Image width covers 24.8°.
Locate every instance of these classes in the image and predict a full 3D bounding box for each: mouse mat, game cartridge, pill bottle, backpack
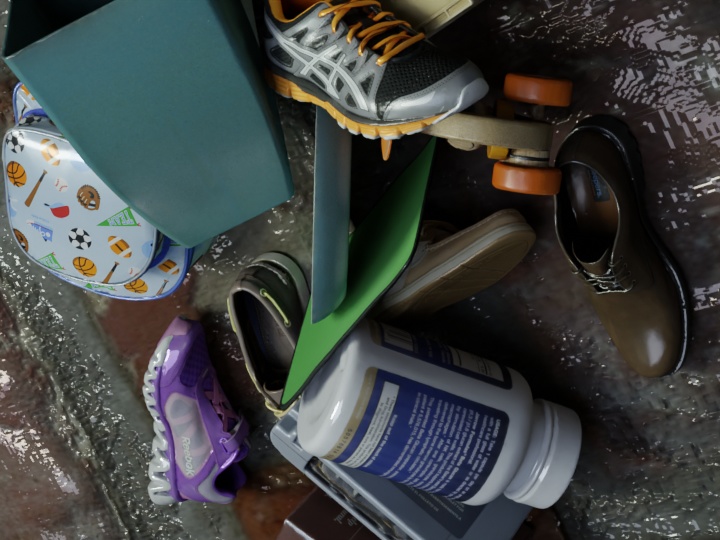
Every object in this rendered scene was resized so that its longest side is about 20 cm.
[{"bbox_3d":[0.000,0.000,1.239,0.008,0.161,0.200,30,130,-14],"label":"mouse mat"},{"bbox_3d":[0.039,0.155,1.306,0.200,0.133,0.042,40,130,5],"label":"game cartridge"},{"bbox_3d":[0.062,0.115,1.249,0.200,0.111,0.111,20,129,-15],"label":"pill bottle"},{"bbox_3d":[-0.195,-0.068,1.330,0.200,0.154,0.191,18,133,19],"label":"backpack"}]

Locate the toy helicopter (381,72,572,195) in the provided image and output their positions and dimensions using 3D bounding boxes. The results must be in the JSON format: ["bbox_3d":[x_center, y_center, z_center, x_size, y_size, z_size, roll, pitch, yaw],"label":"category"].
[{"bbox_3d":[0.049,-0.107,1.154,0.200,0.132,0.079,24,110,60],"label":"toy helicopter"}]

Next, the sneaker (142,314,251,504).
[{"bbox_3d":[-0.138,0.129,1.443,0.088,0.081,0.200,13,126,17],"label":"sneaker"}]

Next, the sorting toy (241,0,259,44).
[{"bbox_3d":[-0.173,-0.240,1.269,0.180,0.107,0.200,17,124,46],"label":"sorting toy"}]

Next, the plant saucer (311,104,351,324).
[{"bbox_3d":[-0.021,-0.060,1.209,0.027,0.200,0.200,2,119,-2],"label":"plant saucer"}]

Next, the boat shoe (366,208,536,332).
[{"bbox_3d":[0.047,-0.005,1.258,0.200,0.074,0.069,-33,67,37],"label":"boat shoe"}]

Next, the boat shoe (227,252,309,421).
[{"bbox_3d":[-0.061,0.087,1.378,0.072,0.060,0.200,-4,112,32],"label":"boat shoe"}]

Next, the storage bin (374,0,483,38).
[{"bbox_3d":[0.011,-0.254,1.095,0.200,0.094,0.199,56,148,-5],"label":"storage bin"}]

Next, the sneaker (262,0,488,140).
[{"bbox_3d":[0.000,-0.142,1.063,0.200,0.078,0.077,21,133,42],"label":"sneaker"}]

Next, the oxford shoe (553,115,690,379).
[{"bbox_3d":[0.178,-0.003,1.173,0.073,0.084,0.200,-13,108,34],"label":"oxford shoe"}]

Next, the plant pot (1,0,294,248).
[{"bbox_3d":[-0.131,-0.129,1.144,0.141,0.141,0.200,-26,122,8],"label":"plant pot"}]

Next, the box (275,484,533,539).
[{"bbox_3d":[0.009,0.275,1.368,0.164,0.166,0.200,35,127,12],"label":"box"}]
